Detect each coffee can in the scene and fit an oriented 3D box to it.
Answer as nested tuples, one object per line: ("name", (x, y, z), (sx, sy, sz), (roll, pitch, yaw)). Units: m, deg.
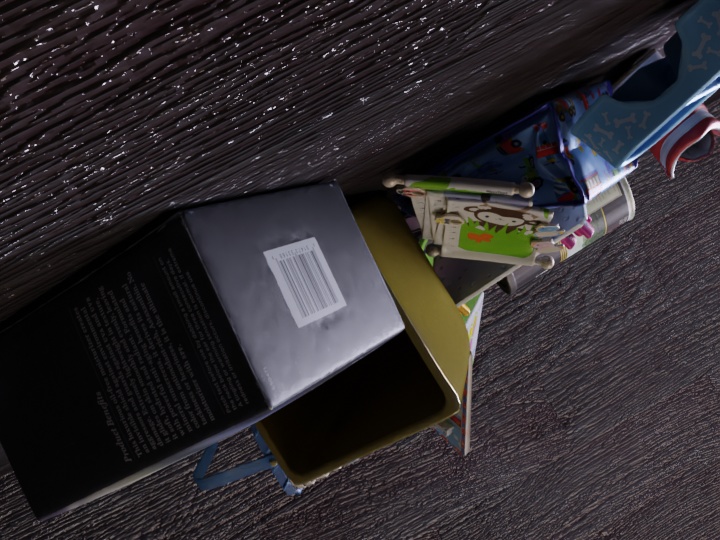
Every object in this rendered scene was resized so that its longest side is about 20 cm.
("coffee can", (0.249, -0.082, 1.302), (0.198, 0.148, 0.146), (-31, 177, -1))

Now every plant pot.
("plant pot", (-0.007, 0.044, 0.917), (0.192, 0.197, 0.200), (-28, -172, 27))

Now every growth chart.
("growth chart", (0.108, -0.042, 0.849), (0.142, 0.018, 0.200), (4, 162, 16))

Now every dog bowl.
("dog bowl", (0.251, -0.154, 0.745), (0.111, 0.050, 0.200), (-28, 165, -47))

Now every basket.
("basket", (-0.096, 0.181, 1.154), (0.197, 0.141, 0.177), (-23, -158, 13))

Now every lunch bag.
("lunch bag", (0.138, -0.094, 0.912), (0.198, 0.096, 0.150), (-18, -174, 37))

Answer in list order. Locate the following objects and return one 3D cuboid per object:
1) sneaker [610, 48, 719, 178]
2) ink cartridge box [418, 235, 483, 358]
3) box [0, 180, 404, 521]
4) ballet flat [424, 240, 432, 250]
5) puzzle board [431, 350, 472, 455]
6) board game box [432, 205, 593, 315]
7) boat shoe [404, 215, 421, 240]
("sneaker", (0.302, -0.151, 0.970), (0.071, 0.113, 0.200), (-40, 175, 11))
("ink cartridge box", (0.104, 0.044, 1.161), (0.074, 0.204, 0.148), (13, -158, 14))
("box", (-0.106, 0.047, 0.629), (0.196, 0.125, 0.199), (-27, 177, 27))
("ballet flat", (0.161, -0.100, 1.394), (0.199, 0.047, 0.067), (-34, 144, 17))
("puzzle board", (0.050, 0.098, 1.065), (0.017, 0.199, 0.153), (-28, 135, -28))
("board game box", (0.159, -0.053, 1.029), (0.199, 0.026, 0.202), (-36, -153, 30))
("boat shoe", (0.043, -0.022, 1.271), (0.198, 0.069, 0.073), (-27, 175, 39))
